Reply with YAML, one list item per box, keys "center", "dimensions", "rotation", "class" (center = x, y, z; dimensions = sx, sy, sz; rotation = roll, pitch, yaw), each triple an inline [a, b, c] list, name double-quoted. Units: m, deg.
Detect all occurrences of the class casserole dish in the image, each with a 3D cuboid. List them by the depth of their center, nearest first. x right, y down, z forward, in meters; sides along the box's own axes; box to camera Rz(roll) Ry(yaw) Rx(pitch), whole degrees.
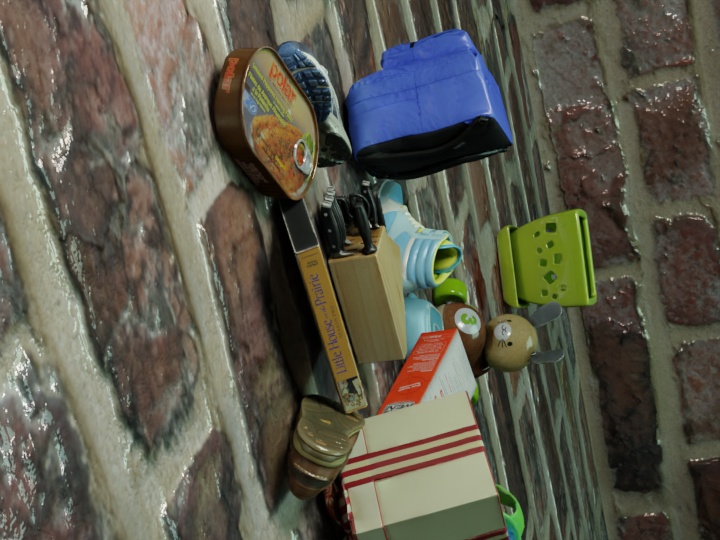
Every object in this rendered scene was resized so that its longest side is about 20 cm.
- center: [0.097, 0.129, 1.953]
  dimensions: [0.121, 0.038, 0.202]
  rotation: [41, 43, -68]
  class: "casserole dish"

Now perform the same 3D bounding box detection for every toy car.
- center: [0.220, 0.107, 2.099]
  dimensions: [0.158, 0.198, 0.166]
  rotation: [60, 27, -54]
  class: "toy car"

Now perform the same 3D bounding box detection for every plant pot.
- center: [0.387, -0.016, 2.786]
  dimensions: [0.200, 0.180, 0.201]
  rotation: [-1, 83, -74]
  class: "plant pot"

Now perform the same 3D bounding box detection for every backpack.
- center: [0.082, -0.211, 1.758]
  dimensions: [0.162, 0.198, 0.169]
  rotation: [40, 36, -64]
  class: "backpack"

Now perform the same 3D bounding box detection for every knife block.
- center: [0.000, 0.000, 1.615]
  dimensions: [0.175, 0.063, 0.202]
  rotation: [36, 49, -68]
  class: "knife block"

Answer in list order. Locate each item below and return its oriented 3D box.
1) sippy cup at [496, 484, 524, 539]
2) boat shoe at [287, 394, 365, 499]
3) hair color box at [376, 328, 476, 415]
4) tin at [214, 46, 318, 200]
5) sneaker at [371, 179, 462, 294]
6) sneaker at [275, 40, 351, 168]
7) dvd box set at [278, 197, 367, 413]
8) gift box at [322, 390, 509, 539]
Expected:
- center: [0.112, 0.341, 1.679]
  dimensions: [0.177, 0.130, 0.141]
  rotation: [3, 103, -36]
  class: "sippy cup"
- center: [-0.043, 0.182, 1.396]
  dimensions: [0.200, 0.071, 0.068]
  rotation: [-54, 169, -79]
  class: "boat shoe"
- center: [0.092, 0.176, 1.800]
  dimensions: [0.200, 0.061, 0.102]
  rotation: [-56, 132, -54]
  class: "hair color box"
- center: [-0.093, -0.149, 1.360]
  dimensions: [0.200, 0.041, 0.113]
  rotation: [53, 49, -60]
  class: "tin"
- center: [0.073, -0.046, 1.773]
  dimensions: [0.080, 0.129, 0.201]
  rotation: [62, 25, -47]
  class: "sneaker"
- center: [-0.065, -0.197, 1.483]
  dimensions: [0.200, 0.076, 0.086]
  rotation: [70, 9, -60]
  class: "sneaker"
- center: [-0.041, 0.032, 1.430]
  dimensions: [0.147, 0.029, 0.202]
  rotation: [-111, -175, -63]
  class: "dvd box set"
- center: [0.061, 0.267, 1.477]
  dimensions: [0.201, 0.185, 0.186]
  rotation: [-102, 176, -54]
  class: "gift box"
